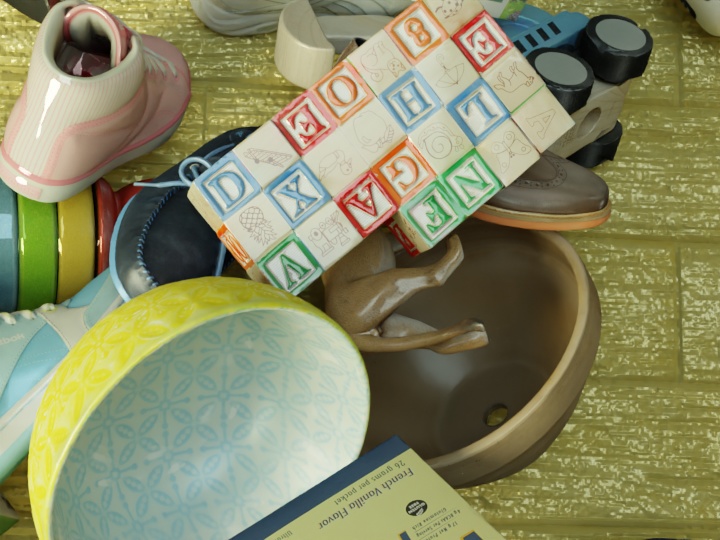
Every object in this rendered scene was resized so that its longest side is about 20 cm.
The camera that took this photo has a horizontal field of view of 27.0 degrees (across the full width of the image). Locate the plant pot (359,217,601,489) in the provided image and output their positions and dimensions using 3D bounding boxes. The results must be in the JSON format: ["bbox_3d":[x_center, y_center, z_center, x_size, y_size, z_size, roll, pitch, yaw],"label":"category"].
[{"bbox_3d":[0.070,0.070,0.961,0.201,0.200,0.093,-45,129,-13],"label":"plant pot"}]

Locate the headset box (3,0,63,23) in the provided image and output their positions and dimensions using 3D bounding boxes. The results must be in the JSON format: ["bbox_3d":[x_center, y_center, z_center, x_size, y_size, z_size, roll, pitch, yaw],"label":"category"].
[{"bbox_3d":[-0.200,-0.268,1.000,0.077,0.149,0.201,30,77,2],"label":"headset box"}]

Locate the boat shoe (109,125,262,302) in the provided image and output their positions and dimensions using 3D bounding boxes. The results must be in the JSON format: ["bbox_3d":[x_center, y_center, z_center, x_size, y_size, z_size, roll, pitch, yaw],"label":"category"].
[{"bbox_3d":[-0.093,-0.046,0.930,0.084,0.068,0.201,51,33,-21],"label":"boat shoe"}]

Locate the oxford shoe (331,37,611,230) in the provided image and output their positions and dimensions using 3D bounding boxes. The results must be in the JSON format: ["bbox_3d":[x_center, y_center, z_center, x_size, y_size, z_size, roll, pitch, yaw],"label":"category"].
[{"bbox_3d":[0.070,-0.084,0.940,0.198,0.071,0.073,20,119,0],"label":"oxford shoe"}]

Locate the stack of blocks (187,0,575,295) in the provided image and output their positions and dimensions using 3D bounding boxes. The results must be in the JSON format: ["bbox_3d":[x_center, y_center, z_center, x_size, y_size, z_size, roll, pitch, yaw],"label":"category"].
[{"bbox_3d":[0.011,-0.064,0.873,0.199,0.059,0.115,-39,92,-11],"label":"stack of blocks"}]

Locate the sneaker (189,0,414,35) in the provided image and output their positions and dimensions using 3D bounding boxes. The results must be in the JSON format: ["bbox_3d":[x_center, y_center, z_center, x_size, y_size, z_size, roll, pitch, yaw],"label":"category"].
[{"bbox_3d":[-0.020,-0.213,1.030,0.198,0.099,0.079,-13,79,-8],"label":"sneaker"}]

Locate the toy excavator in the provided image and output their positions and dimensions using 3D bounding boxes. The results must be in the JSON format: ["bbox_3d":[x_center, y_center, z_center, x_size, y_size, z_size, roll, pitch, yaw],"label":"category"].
[{"bbox_3d":[0.067,-0.137,1.022,0.194,0.101,0.200,-30,57,-35],"label":"toy excavator"}]

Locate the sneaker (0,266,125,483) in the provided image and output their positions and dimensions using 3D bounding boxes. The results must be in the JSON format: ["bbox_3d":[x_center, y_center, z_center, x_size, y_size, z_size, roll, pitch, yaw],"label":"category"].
[{"bbox_3d":[-0.218,0.037,0.877,0.130,0.080,0.200,41,58,-2],"label":"sneaker"}]

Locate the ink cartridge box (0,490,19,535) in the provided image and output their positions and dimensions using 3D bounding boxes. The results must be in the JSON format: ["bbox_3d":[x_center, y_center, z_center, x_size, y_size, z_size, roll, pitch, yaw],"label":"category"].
[{"bbox_3d":[-0.267,0.132,0.928,0.059,0.104,0.201,-37,83,-11],"label":"ink cartridge box"}]

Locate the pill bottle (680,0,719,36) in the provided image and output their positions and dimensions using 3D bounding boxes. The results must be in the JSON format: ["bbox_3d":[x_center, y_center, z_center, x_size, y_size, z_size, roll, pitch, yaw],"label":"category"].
[{"bbox_3d":[0.261,-0.238,1.059,0.111,0.111,0.201,-36,84,-12],"label":"pill bottle"}]

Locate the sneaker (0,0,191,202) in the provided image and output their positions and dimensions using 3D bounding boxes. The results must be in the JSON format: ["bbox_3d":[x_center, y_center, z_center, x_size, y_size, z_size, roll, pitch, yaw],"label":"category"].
[{"bbox_3d":[-0.153,-0.128,0.950,0.075,0.105,0.200,29,34,6],"label":"sneaker"}]

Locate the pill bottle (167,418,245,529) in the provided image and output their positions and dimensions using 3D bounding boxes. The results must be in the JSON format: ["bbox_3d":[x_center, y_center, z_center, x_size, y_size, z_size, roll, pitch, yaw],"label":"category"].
[{"bbox_3d":[-0.098,0.129,0.942,0.110,0.111,0.202,6,77,-4],"label":"pill bottle"}]

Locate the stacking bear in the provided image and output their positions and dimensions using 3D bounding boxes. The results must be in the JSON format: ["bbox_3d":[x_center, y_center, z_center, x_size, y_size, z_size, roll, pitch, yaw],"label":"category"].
[{"bbox_3d":[-0.196,-0.022,0.968,0.198,0.114,0.123,-1,98,-17],"label":"stacking bear"}]

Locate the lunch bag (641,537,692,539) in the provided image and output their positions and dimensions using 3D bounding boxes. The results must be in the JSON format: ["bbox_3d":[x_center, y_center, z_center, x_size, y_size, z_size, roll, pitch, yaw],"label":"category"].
[{"bbox_3d":[0.186,0.271,0.927,0.131,0.136,0.202,-19,83,-9],"label":"lunch bag"}]

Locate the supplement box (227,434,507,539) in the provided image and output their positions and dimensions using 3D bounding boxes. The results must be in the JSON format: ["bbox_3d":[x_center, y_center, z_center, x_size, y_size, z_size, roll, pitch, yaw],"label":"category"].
[{"bbox_3d":[0.038,0.242,0.819,0.133,0.201,0.200,-29,38,-18],"label":"supplement box"}]

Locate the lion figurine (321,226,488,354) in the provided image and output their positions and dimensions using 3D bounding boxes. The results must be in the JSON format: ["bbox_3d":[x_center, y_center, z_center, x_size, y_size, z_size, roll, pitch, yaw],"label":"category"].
[{"bbox_3d":[0.000,0.000,0.943,0.121,0.200,0.073,-17,120,-4],"label":"lion figurine"}]

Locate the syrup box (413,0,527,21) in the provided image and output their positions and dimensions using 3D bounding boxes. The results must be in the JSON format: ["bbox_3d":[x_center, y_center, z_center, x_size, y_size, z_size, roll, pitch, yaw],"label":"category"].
[{"bbox_3d":[0.070,-0.268,1.014,0.078,0.082,0.202,8,50,-17],"label":"syrup box"}]

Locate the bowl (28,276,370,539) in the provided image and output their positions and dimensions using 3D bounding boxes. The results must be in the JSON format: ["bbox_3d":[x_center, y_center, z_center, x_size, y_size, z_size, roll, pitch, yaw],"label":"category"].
[{"bbox_3d":[-0.103,0.078,0.824,0.199,0.201,0.108,-36,47,-12],"label":"bowl"}]
